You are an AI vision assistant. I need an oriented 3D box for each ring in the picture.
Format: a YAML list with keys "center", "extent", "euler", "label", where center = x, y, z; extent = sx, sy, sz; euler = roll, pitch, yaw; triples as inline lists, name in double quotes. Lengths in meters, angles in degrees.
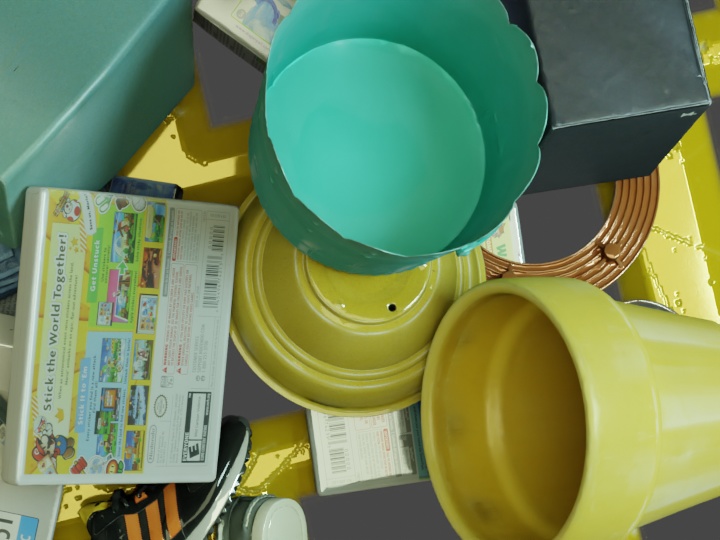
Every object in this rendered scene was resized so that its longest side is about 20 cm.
- center: [0.129, -0.070, 1.750]
  extent: [0.199, 0.019, 0.202]
  euler: [1, 78, -5]
  label: "ring"

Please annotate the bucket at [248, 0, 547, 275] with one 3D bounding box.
- center: [0.019, -0.096, 1.577]
  extent: [0.206, 0.135, 0.209]
  euler: [2, 79, -11]
  label: "bucket"

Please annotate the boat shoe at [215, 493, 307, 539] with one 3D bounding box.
- center: [-0.080, 0.265, 1.732]
  extent: [0.062, 0.073, 0.201]
  euler: [7, 97, 38]
  label: "boat shoe"

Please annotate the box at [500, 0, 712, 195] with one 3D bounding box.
- center: [0.154, -0.176, 1.661]
  extent: [0.122, 0.200, 0.200]
  euler: [-11, 79, -8]
  label: "box"

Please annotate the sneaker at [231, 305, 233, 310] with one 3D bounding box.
- center: [-0.176, 0.055, 1.710]
  extent: [0.200, 0.071, 0.080]
  euler: [-41, 97, -3]
  label: "sneaker"

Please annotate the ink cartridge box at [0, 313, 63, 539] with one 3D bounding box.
- center: [-0.294, 0.119, 1.662]
  extent: [0.175, 0.045, 0.201]
  euler: [13, 118, -4]
  label: "ink cartridge box"

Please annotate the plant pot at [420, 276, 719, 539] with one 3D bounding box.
- center: [0.173, 0.101, 1.635]
  extent: [0.188, 0.200, 0.202]
  euler: [-3, 89, -33]
  label: "plant pot"

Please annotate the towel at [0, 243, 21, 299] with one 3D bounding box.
- center: [-0.328, -0.012, 1.679]
  extent: [0.199, 0.049, 0.112]
  euler: [-22, 74, 9]
  label: "towel"

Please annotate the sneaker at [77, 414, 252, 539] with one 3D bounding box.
- center: [-0.158, 0.182, 1.710]
  extent: [0.090, 0.070, 0.201]
  euler: [32, 88, -7]
  label: "sneaker"

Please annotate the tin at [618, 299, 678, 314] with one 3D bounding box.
- center: [0.163, 0.087, 1.742]
  extent: [0.199, 0.042, 0.113]
  euler: [-9, 86, -17]
  label: "tin"

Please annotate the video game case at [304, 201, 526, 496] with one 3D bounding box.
- center: [0.043, 0.059, 1.755]
  extent: [0.181, 0.022, 0.201]
  euler: [-8, 89, -5]
  label: "video game case"

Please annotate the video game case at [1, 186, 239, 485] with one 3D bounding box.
- center: [-0.164, 0.048, 1.614]
  extent: [0.181, 0.023, 0.201]
  euler: [4, 92, -46]
  label: "video game case"

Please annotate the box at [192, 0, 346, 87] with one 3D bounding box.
- center: [-0.025, -0.239, 1.707]
  extent: [0.101, 0.112, 0.200]
  euler: [36, 88, -4]
  label: "box"

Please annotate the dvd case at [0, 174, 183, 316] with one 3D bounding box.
- center: [-0.236, -0.007, 1.691]
  extent: [0.199, 0.018, 0.144]
  euler: [9, 82, 15]
  label: "dvd case"

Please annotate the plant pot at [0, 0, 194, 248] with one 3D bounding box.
- center: [-0.228, -0.127, 1.624]
  extent: [0.141, 0.142, 0.200]
  euler: [26, 62, 13]
  label: "plant pot"

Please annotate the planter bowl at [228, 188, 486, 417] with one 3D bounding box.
- center: [0.000, 0.000, 1.668]
  extent: [0.199, 0.083, 0.202]
  euler: [2, 78, -8]
  label: "planter bowl"
